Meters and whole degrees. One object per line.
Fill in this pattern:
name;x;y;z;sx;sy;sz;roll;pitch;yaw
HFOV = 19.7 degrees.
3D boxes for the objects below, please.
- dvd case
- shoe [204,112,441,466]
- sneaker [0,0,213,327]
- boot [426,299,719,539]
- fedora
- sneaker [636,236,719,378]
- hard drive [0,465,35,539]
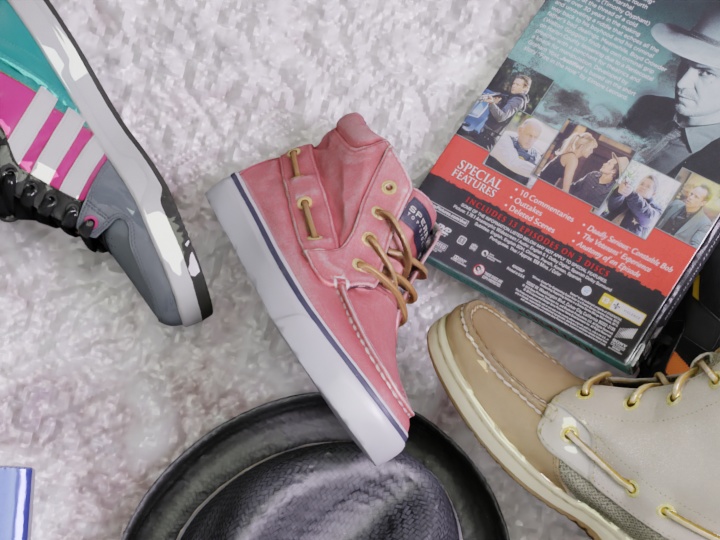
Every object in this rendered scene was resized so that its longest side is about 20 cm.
dvd case;0.126;-0.065;1.022;0.146;0.022;0.200;29;80;26
shoe;0.000;0.000;0.963;0.091;0.071;0.200;-32;41;-1
sneaker;-0.165;-0.037;1.002;0.121;0.084;0.200;-30;74;-11
boot;0.140;0.051;0.908;0.200;0.072;0.155;44;118;10
fedora;-0.023;0.141;0.957;0.200;0.092;0.201;1;71;-3
sneaker;0.142;0.075;0.996;0.090;0.070;0.200;7;81;-3
hard drive;-0.228;0.191;0.988;0.132;0.025;0.200;2;80;-1
